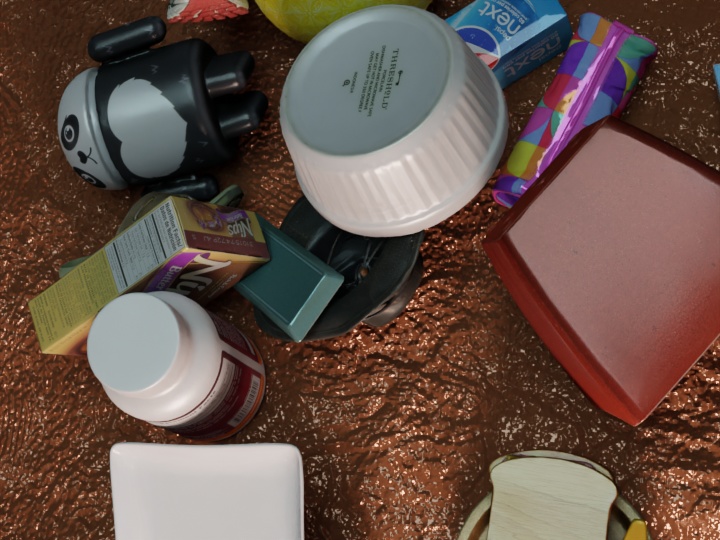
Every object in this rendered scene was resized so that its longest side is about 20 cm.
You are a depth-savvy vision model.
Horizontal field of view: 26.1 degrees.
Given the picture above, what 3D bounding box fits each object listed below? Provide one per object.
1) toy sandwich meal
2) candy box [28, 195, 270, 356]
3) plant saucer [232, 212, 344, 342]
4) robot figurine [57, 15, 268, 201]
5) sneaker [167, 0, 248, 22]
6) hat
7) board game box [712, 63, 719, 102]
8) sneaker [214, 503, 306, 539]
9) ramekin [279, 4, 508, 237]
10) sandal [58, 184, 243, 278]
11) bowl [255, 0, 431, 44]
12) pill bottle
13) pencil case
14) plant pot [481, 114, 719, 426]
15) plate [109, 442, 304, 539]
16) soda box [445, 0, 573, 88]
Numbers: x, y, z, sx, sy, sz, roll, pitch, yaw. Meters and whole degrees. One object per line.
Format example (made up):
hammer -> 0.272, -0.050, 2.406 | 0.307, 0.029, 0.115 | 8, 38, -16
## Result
toy sandwich meal -> 0.163, 0.253, 1.316 | 0.203, 0.070, 0.208 | -4, 75, 14
candy box -> -0.192, 0.010, 1.414 | 0.199, 0.116, 0.057 | -32, 67, 29
plant saucer -> -0.081, 0.000, 1.412 | 0.070, 0.019, 0.200 | -55, 34, 0
robot figurine -> -0.191, -0.148, 1.484 | 0.198, 0.125, 0.152 | -13, 73, 11
sneaker -> -0.147, -0.284, 1.467 | 0.077, 0.200, 0.083 | -8, 113, -1
hat -> 0.000, 0.000, 1.408 | 0.199, 0.081, 0.202 | -27, 43, 28
board game box -> 0.397, -0.100, 1.362 | 0.133, 0.034, 0.202 | -13, 73, 12
sneaker -> -0.079, 0.269, 1.373 | 0.199, 0.078, 0.085 | 37, 88, 20
ramekin -> 0.021, -0.138, 1.342 | 0.200, 0.094, 0.204 | -12, 56, 18
sandal -> -0.205, -0.041, 1.476 | 0.199, 0.080, 0.058 | -21, 92, 13
bowl -> -0.004, -0.258, 1.459 | 0.198, 0.201, 0.109 | -8, 117, 13
pill bottle -> -0.164, 0.083, 1.378 | 0.112, 0.200, 0.114 | -4, 75, 14
pencil case -> 0.192, -0.132, 1.400 | 0.088, 0.088, 0.202 | 24, 82, 19
plant pot -> 0.211, -0.015, 1.277 | 0.176, 0.200, 0.200 | 43, 89, -1
plate -> -0.125, 0.248, 1.347 | 0.198, 0.032, 0.202 | -3, 92, 28
soda box -> 0.097, -0.195, 1.449 | 0.199, 0.068, 0.065 | -32, 70, 5
